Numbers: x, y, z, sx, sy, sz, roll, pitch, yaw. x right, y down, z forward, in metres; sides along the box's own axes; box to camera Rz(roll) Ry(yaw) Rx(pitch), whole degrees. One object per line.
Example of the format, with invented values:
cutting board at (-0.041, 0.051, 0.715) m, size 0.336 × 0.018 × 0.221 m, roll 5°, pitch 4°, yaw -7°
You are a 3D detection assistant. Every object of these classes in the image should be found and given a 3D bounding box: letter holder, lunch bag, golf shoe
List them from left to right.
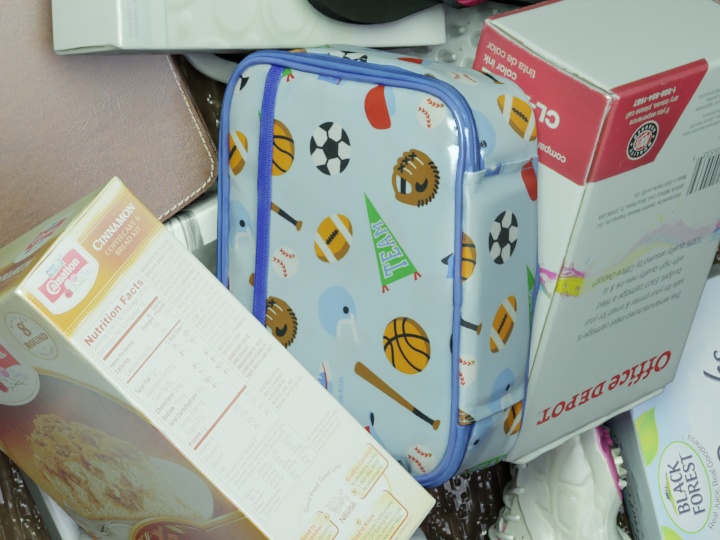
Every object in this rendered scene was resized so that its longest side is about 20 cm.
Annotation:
letter holder at (-0.185, -0.059, 1.182) m, size 0.199 × 0.101 × 0.143 m, roll -28°, pitch 101°, yaw -13°
lunch bag at (0.000, 0.000, 1.115) m, size 0.075 × 0.159 × 0.202 m, roll -14°, pitch 112°, yaw -54°
golf shoe at (0.100, 0.128, 1.285) m, size 0.091 × 0.075 × 0.202 m, roll -16°, pitch 89°, yaw 2°

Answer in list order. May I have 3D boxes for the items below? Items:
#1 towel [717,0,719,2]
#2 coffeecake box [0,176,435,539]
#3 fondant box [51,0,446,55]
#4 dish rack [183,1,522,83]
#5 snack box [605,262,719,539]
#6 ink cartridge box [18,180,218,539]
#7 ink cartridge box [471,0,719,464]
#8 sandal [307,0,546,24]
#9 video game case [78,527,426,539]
towel at (0.135, -0.077, 1.247) m, size 0.200 × 0.023 × 0.144 m, roll -40°, pitch 117°, yaw 15°
coffeecake box at (-0.088, 0.069, 1.081) m, size 0.200 × 0.153 × 0.073 m, roll 46°, pitch 62°, yaw -12°
fondant box at (-0.052, -0.176, 1.152) m, size 0.199 × 0.058 × 0.146 m, roll -5°, pitch 94°, yaw -41°
dish rack at (0.009, -0.159, 1.260) m, size 0.199 × 0.044 × 0.173 m, roll 17°, pitch 87°, yaw -15°
snack box at (0.210, 0.098, 1.322) m, size 0.141 × 0.053 × 0.202 m, roll -17°, pitch 97°, yaw -13°
ink cartridge box at (-0.084, 0.044, 1.221) m, size 0.199 × 0.084 × 0.145 m, roll -26°, pitch 100°, yaw -13°
ink cartridge box at (0.107, -0.027, 1.172) m, size 0.145 × 0.083 × 0.201 m, roll -20°, pitch 134°, yaw -46°
sandal at (0.048, -0.158, 1.171) m, size 0.199 × 0.045 × 0.076 m, roll -7°, pitch 95°, yaw -42°
video game case at (-0.070, 0.217, 1.218) m, size 0.181 × 0.024 × 0.202 m, roll 4°, pitch 110°, yaw -27°
